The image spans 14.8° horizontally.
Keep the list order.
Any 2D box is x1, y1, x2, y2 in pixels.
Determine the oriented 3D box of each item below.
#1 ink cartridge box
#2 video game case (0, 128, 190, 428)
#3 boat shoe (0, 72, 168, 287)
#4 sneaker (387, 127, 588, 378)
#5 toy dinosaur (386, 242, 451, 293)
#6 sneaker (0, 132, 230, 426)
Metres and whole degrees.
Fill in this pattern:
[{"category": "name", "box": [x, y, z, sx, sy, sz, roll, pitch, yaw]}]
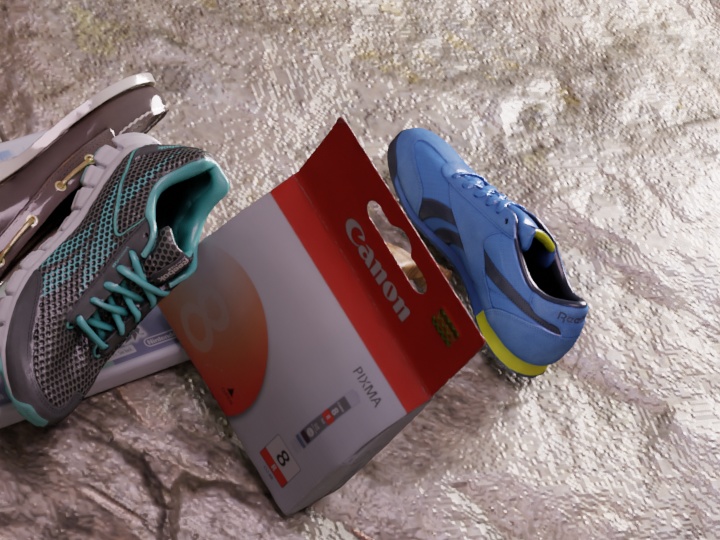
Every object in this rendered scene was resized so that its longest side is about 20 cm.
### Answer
[{"category": "ink cartridge box", "box": [-0.028, 0.031, 1.617, 0.050, 0.200, 0.163, -23, 74, -36]}, {"category": "video game case", "box": [-0.208, 0.002, 1.694, 0.199, 0.023, 0.183, -20, 63, -36]}, {"category": "boat shoe", "box": [-0.182, -0.053, 1.692, 0.060, 0.072, 0.200, 45, 51, 7]}, {"category": "sneaker", "box": [0.089, -0.028, 1.819, 0.066, 0.079, 0.201, -4, 53, -41]}, {"category": "toy dinosaur", "box": [0.000, 0.000, 1.726, 0.106, 0.061, 0.200, 7, 10, 21]}, {"category": "sneaker", "box": [-0.142, 0.000, 1.619, 0.078, 0.091, 0.201, 44, 59, -37]}]
